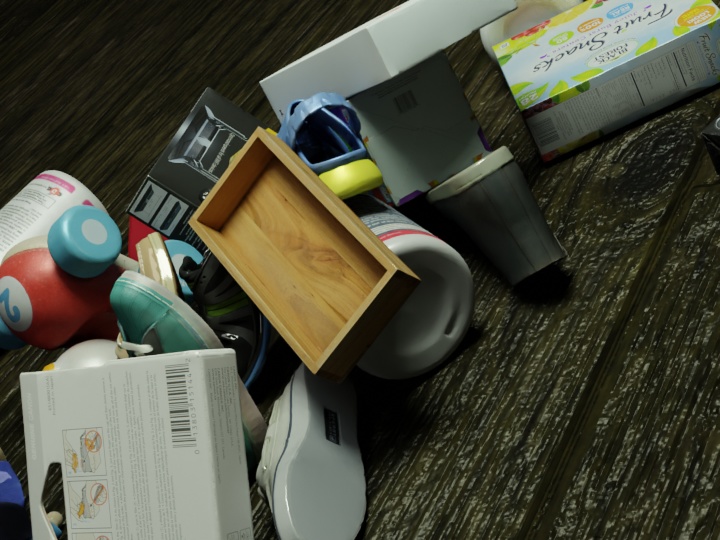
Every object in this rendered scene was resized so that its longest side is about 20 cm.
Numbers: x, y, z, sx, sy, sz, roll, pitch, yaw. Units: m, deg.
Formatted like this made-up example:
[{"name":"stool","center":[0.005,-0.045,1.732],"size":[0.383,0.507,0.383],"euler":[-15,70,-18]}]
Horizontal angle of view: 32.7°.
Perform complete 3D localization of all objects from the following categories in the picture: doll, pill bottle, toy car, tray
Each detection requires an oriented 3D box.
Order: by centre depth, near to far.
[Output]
[{"name":"tray","center":[-0.047,-0.015,0.939],"size":[0.099,0.037,0.200],"euler":[-52,52,11]},{"name":"pill bottle","center":[0.000,0.000,1.033],"size":[0.120,0.120,0.200],"euler":[-36,30,-9]},{"name":"doll","center":[-0.321,0.232,1.043],"size":[0.136,0.049,0.200],"euler":[-27,35,-13]},{"name":"toy car","center":[-0.248,0.081,1.098],"size":[0.184,0.177,0.200],"euler":[-37,42,40]},{"name":"pill bottle","center":[0.177,-0.299,1.331],"size":[0.112,0.112,0.200],"euler":[-23,31,14]},{"name":"pill bottle","center":[-0.389,-0.012,1.406],"size":[0.113,0.113,0.200],"euler":[3,43,44]}]

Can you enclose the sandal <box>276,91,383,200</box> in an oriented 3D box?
[{"name":"sandal","center":[-0.041,-0.108,1.056],"size":[0.079,0.087,0.200],"euler":[-20,12,-21]}]

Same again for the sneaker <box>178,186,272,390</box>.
[{"name":"sneaker","center":[-0.117,0.020,1.061],"size":[0.083,0.200,0.071],"euler":[2,8,-13]}]

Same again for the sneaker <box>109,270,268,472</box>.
[{"name":"sneaker","center":[-0.140,0.094,0.934],"size":[0.071,0.200,0.080],"euler":[6,44,48]}]

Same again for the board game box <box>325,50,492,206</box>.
[{"name":"board game box","center":[0.024,-0.125,1.146],"size":[0.105,0.103,0.200],"euler":[-29,10,-13]}]

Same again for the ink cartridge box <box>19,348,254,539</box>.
[{"name":"ink cartridge box","center":[-0.159,0.162,0.873],"size":[0.176,0.200,0.045],"euler":[-8,-4,33]}]

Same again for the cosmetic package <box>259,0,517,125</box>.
[{"name":"cosmetic package","center":[0.020,-0.198,1.084],"size":[0.151,0.052,0.200],"euler":[-36,13,-28]}]

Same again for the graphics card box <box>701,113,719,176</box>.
[{"name":"graphics card box","center":[0.383,-0.143,0.974],"size":[0.200,0.051,0.125],"euler":[-42,32,-18]}]

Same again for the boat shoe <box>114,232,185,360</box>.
[{"name":"boat shoe","center":[-0.175,0.067,1.030],"size":[0.064,0.200,0.071],"euler":[-9,-13,-3]}]

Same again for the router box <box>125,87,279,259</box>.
[{"name":"router box","center":[-0.122,-0.080,1.203],"size":[0.052,0.157,0.200],"euler":[-52,11,32]}]

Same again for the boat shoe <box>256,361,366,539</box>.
[{"name":"boat shoe","center":[-0.044,0.149,0.915],"size":[0.070,0.071,0.200],"euler":[-48,25,28]}]

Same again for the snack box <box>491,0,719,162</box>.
[{"name":"snack box","center":[0.240,-0.204,1.175],"size":[0.200,0.068,0.169],"euler":[-25,30,12]}]

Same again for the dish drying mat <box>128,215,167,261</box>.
[{"name":"dish drying mat","center":[-0.187,-0.023,1.295],"size":[0.018,0.077,0.200],"euler":[1,6,-41]}]

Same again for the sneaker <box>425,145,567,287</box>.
[{"name":"sneaker","center":[0.114,-0.038,1.049],"size":[0.075,0.106,0.200],"euler":[-30,0,2]}]
